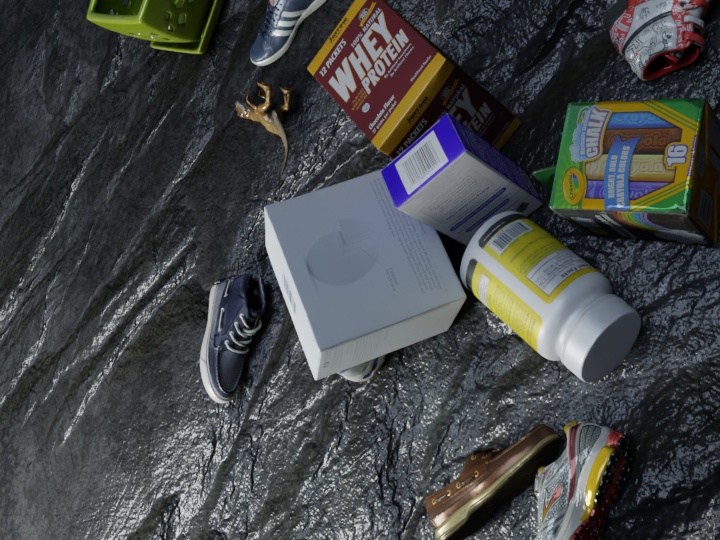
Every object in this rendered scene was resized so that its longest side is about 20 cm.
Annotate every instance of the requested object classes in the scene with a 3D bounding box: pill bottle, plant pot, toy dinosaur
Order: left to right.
[{"bbox_3d":[-0.369,-0.522,1.550,0.196,0.180,0.205,18,88,40],"label":"plant pot"},{"bbox_3d":[-0.144,-0.253,1.381,0.200,0.059,0.108,46,130,44],"label":"toy dinosaur"},{"bbox_3d":[0.217,0.029,0.952,0.115,0.113,0.200,-55,51,12],"label":"pill bottle"}]

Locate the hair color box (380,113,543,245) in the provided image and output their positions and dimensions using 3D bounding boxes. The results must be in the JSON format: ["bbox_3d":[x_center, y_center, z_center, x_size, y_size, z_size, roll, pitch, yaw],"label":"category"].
[{"bbox_3d":[0.128,-0.101,1.006,0.109,0.198,0.066,-37,55,24],"label":"hair color box"}]

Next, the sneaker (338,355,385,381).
[{"bbox_3d":[0.011,0.050,1.130,0.074,0.087,0.205,10,80,42],"label":"sneaker"}]

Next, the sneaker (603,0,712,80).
[{"bbox_3d":[0.385,-0.308,0.946,0.200,0.066,0.110,-37,58,29],"label":"sneaker"}]

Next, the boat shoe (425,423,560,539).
[{"bbox_3d":[0.149,0.242,0.971,0.200,0.071,0.068,-47,55,22],"label":"boat shoe"}]

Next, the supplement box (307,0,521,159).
[{"bbox_3d":[0.071,-0.232,1.091,0.133,0.198,0.198,-50,52,16],"label":"supplement box"}]

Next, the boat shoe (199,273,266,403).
[{"bbox_3d":[-0.196,0.100,1.292,0.092,0.074,0.205,-20,64,41],"label":"boat shoe"}]

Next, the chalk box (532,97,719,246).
[{"bbox_3d":[0.294,-0.110,0.923,0.197,0.124,0.127,8,82,39],"label":"chalk box"}]

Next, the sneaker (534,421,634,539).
[{"bbox_3d":[0.227,0.263,0.908,0.081,0.077,0.203,22,82,44],"label":"sneaker"}]

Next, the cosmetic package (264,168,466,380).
[{"bbox_3d":[0.000,0.000,1.053,0.196,0.123,0.203,-18,70,-13],"label":"cosmetic package"}]

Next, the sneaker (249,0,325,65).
[{"bbox_3d":[-0.139,-0.443,1.402,0.200,0.084,0.076,-48,53,19],"label":"sneaker"}]
